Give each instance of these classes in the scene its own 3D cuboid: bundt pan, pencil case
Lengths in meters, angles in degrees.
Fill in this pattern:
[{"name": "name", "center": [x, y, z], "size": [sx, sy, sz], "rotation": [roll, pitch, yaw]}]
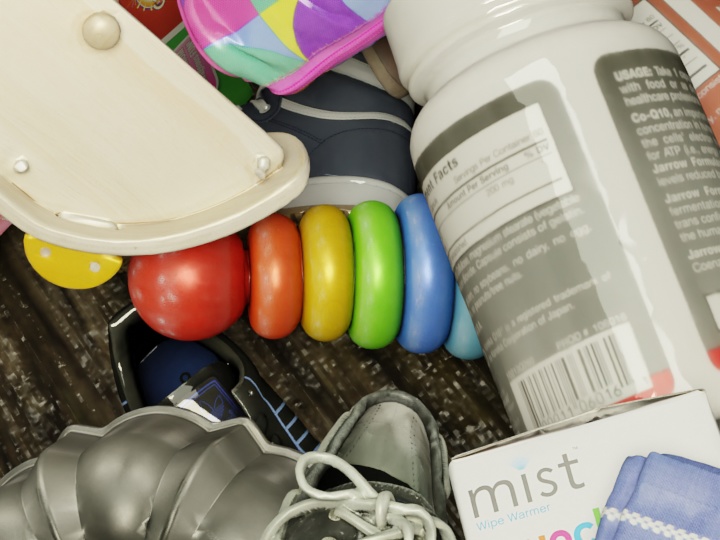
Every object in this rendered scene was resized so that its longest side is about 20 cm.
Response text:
[{"name": "bundt pan", "center": [-0.086, 0.154, 0.750], "size": [0.201, 0.076, 0.202], "rotation": [-1, 86, 9]}, {"name": "pencil case", "center": [0.017, -0.145, 0.766], "size": [0.200, 0.088, 0.089], "rotation": [-29, 54, 32]}]

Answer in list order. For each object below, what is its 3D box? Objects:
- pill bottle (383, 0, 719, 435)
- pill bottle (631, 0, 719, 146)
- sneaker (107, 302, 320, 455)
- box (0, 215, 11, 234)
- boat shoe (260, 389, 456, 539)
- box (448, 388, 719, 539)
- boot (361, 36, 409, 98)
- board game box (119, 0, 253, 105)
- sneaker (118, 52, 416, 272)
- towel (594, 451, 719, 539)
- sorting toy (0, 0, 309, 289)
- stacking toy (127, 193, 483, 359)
[{"name": "pill bottle", "center": [0.087, -0.024, 0.728], "size": [0.114, 0.114, 0.200], "rotation": [-21, 75, 4]}, {"name": "pill bottle", "center": [0.148, -0.067, 0.825], "size": [0.112, 0.112, 0.200], "rotation": [-35, 56, -5]}, {"name": "sneaker", "center": [-0.047, 0.092, 0.815], "size": [0.070, 0.078, 0.200], "rotation": [-40, 59, -8]}, {"name": "box", "center": [-0.244, -0.034, 0.888], "size": [0.200, 0.095, 0.103], "rotation": [-43, 57, 20]}, {"name": "boat shoe", "center": [0.001, 0.100, 0.642], "size": [0.073, 0.199, 0.068], "rotation": [20, 111, 5]}, {"name": "box", "center": [0.106, 0.168, 0.661], "size": [0.096, 0.200, 0.177], "rotation": [-16, 59, 6]}, {"name": "boot", "center": [0.015, -0.182, 0.866], "size": [0.146, 0.070, 0.200], "rotation": [-49, 50, 20]}, {"name": "board game box", "center": [-0.146, -0.156, 0.905], "size": [0.153, 0.200, 0.040], "rotation": [30, 74, 28]}, {"name": "sneaker", "center": [-0.066, -0.059, 0.907], "size": [0.199, 0.070, 0.109], "rotation": [1, 62, 15]}, {"name": "towel", "center": [0.114, 0.159, 0.540], "size": [0.145, 0.024, 0.200], "rotation": [16, 70, 20]}, {"name": "sorting toy", "center": [-0.134, -0.093, 0.806], "size": [0.107, 0.200, 0.180], "rotation": [-45, 19, 11]}, {"name": "stacking toy", "center": [0.000, 0.000, 0.815], "size": [0.199, 0.085, 0.086], "rotation": [0, 61, -6]}]
